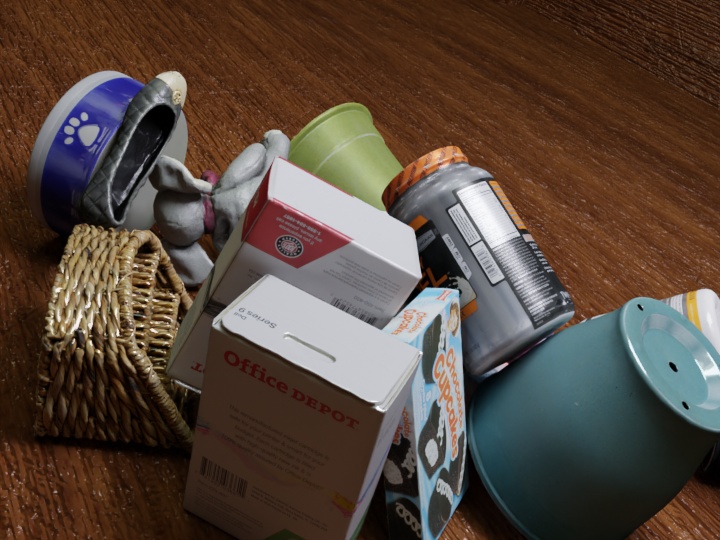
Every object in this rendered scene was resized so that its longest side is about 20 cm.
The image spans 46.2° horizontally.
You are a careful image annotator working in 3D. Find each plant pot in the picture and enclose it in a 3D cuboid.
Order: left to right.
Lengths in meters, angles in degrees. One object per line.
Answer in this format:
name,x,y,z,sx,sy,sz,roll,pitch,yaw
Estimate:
plant pot,0.005,-0.085,1.126,0.190,0.202,0.199,43,36,21
plant pot,0.231,0.131,0.776,0.198,0.188,0.202,23,41,-21

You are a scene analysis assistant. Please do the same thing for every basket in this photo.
basket,-0.210,0.049,0.787,0.146,0.145,0.201,9,29,-13

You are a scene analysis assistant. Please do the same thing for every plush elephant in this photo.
plush elephant,-0.174,-0.072,0.997,0.152,0.167,0.201,10,25,-5

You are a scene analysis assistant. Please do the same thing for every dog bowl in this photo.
dog bowl,-0.290,-0.123,0.986,0.078,0.202,0.200,26,29,12

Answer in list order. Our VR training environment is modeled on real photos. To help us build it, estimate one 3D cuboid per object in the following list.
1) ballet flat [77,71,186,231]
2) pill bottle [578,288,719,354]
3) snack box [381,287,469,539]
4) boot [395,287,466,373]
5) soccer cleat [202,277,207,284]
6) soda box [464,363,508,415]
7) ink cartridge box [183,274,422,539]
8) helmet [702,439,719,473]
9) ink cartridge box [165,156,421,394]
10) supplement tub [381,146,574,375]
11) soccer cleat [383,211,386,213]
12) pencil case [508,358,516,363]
ballet flat,-0.229,-0.124,0.890,0.056,0.067,0.202,10,66,29
pill bottle,0.300,0.099,0.922,0.198,0.118,0.116,-17,13,29
snack box,0.056,0.130,0.736,0.037,0.203,0.116,4,21,26
boot,0.053,0.094,0.817,0.137,0.077,0.202,33,48,-20
soccer cleat,-0.122,0.070,0.862,0.076,0.067,0.202,25,37,-32
soda box,0.098,0.104,0.948,0.068,0.064,0.200,-10,38,-41
ink cartridge box,-0.051,0.128,0.667,0.144,0.202,0.088,24,36,14
helmet,0.482,0.165,0.916,0.197,0.193,0.201,13,27,-7
ink cartridge box,-0.060,0.027,0.735,0.145,0.201,0.083,27,28,-17
supplement tub,0.108,-0.012,0.825,0.122,0.123,0.202,-14,68,-45
soccer cleat,0.000,0.000,0.946,0.084,0.069,0.201,24,45,-3
pencil case,0.145,0.036,0.971,0.200,0.090,0.095,45,41,-40
